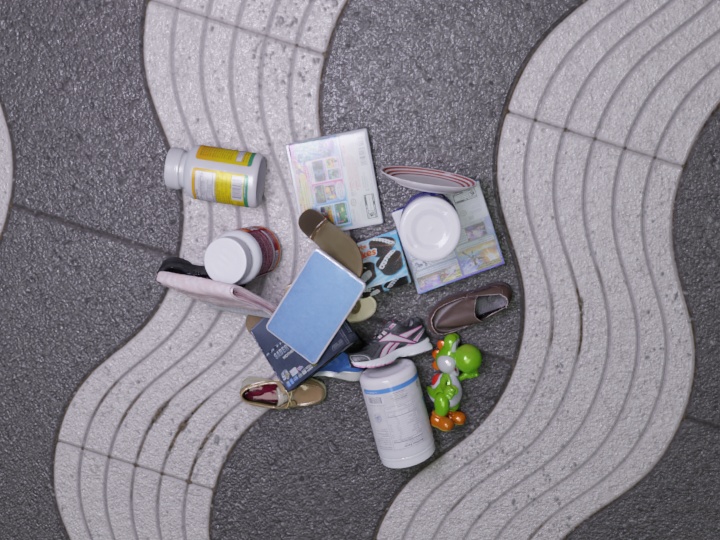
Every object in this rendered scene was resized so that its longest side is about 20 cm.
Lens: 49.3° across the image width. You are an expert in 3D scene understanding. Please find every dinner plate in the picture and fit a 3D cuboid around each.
[{"bbox_3d":[0.135,-0.180,1.572,0.195,0.200,0.025,10,106,2],"label":"dinner plate"}]

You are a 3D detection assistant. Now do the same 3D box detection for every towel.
[{"bbox_3d":[-0.282,0.052,1.582,0.196,0.190,0.033,8,75,30],"label":"towel"}]

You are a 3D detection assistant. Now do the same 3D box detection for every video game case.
[{"bbox_3d":[-0.055,-0.185,1.674,0.177,0.024,0.205,-10,101,6],"label":"video game case"},{"bbox_3d":[0.186,-0.071,1.668,0.196,0.045,0.185,-19,98,7],"label":"video game case"}]

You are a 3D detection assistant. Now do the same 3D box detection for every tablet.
[{"bbox_3d":[-0.090,0.072,1.560,0.129,0.014,0.202,35,105,4],"label":"tablet"}]

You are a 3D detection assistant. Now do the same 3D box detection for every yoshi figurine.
[{"bbox_3d":[0.212,0.241,1.703,0.109,0.112,0.205,2,99,-13],"label":"yoshi figurine"}]

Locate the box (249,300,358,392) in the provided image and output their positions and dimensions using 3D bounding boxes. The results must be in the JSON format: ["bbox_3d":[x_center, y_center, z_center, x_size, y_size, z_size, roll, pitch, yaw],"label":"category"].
[{"bbox_3d":[-0.119,0.133,1.632,0.199,0.051,0.159,-38,79,27],"label":"box"}]

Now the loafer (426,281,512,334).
[{"bbox_3d":[0.232,0.081,1.681,0.197,0.071,0.074,-26,98,8],"label":"loafer"}]

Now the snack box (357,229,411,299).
[{"bbox_3d":[0.000,0.000,1.665,0.196,0.037,0.118,-19,57,7],"label":"snack box"}]

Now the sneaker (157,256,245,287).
[{"bbox_3d":[-0.346,0.021,1.699,0.195,0.091,0.078,4,101,2],"label":"sneaker"}]

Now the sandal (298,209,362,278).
[{"bbox_3d":[-0.048,-0.043,1.632,0.078,0.070,0.212,-43,58,3],"label":"sandal"}]

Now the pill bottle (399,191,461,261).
[{"bbox_3d":[0.136,-0.093,1.543,0.116,0.200,0.123,1,101,4],"label":"pill bottle"}]

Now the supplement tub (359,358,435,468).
[{"bbox_3d":[0.080,0.307,1.706,0.129,0.132,0.205,-14,101,6],"label":"supplement tub"}]

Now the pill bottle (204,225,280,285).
[{"bbox_3d":[-0.242,-0.031,1.619,0.107,0.200,0.113,1,97,12],"label":"pill bottle"}]

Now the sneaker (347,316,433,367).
[{"bbox_3d":[0.056,0.154,1.694,0.196,0.080,0.088,-14,87,-26],"label":"sneaker"}]

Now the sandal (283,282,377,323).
[{"bbox_3d":[-0.068,0.076,1.701,0.206,0.070,0.080,11,102,1],"label":"sandal"}]

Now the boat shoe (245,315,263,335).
[{"bbox_3d":[-0.156,0.120,1.717,0.195,0.065,0.074,1,99,24],"label":"boat shoe"}]

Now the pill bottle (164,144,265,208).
[{"bbox_3d":[-0.303,-0.200,1.641,0.195,0.113,0.116,8,102,2],"label":"pill bottle"}]

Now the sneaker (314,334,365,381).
[{"bbox_3d":[-0.085,0.174,1.716,0.195,0.077,0.114,6,107,-2],"label":"sneaker"}]

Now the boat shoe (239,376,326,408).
[{"bbox_3d":[-0.174,0.278,1.749,0.195,0.066,0.076,-2,101,4],"label":"boat shoe"}]
